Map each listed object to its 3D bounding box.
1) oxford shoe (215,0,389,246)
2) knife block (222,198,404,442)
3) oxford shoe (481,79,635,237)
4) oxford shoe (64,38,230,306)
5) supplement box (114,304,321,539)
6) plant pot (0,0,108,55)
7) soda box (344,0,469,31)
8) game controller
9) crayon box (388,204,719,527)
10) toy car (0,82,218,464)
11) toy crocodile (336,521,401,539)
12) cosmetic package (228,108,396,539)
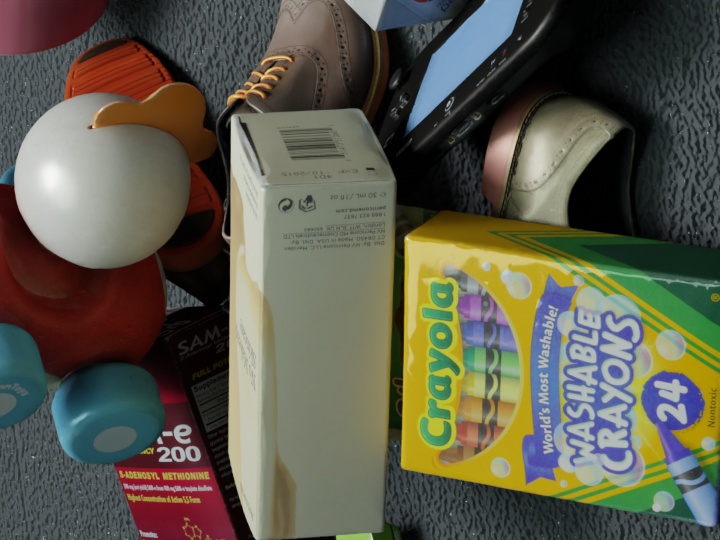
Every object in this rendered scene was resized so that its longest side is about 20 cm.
[{"bbox_3d":[-0.035,-0.093,1.596,0.071,0.073,0.201,-19,58,41],"label":"oxford shoe"},{"bbox_3d":[0.000,0.000,1.626,0.200,0.064,0.176,-48,62,48],"label":"knife block"},{"bbox_3d":[0.098,0.008,1.495,0.075,0.070,0.201,22,117,44],"label":"oxford shoe"},{"bbox_3d":[-0.127,-0.059,1.776,0.073,0.071,0.200,69,178,-51],"label":"oxford shoe"},{"bbox_3d":[-0.091,0.123,1.752,0.109,0.061,0.201,-5,106,53],"label":"supplement box"},{"bbox_3d":[-0.212,-0.235,1.754,0.200,0.200,0.179,49,149,33],"label":"plant pot"},{"bbox_3d":[-0.014,-0.212,1.587,0.200,0.063,0.068,47,134,35],"label":"soda box"},{"bbox_3d":[0.063,-0.110,1.495,0.042,0.104,0.200,37,140,-8],"label":"game controller"},{"bbox_3d":[0.091,0.044,1.454,0.199,0.052,0.126,9,111,23],"label":"crayon box"},{"bbox_3d":[-0.143,-0.029,1.611,0.200,0.177,0.185,-39,53,28],"label":"toy car"},{"bbox_3d":[0.019,0.239,1.667,0.067,0.062,0.201,-13,89,53],"label":"toy crocodile"},{"bbox_3d":[-0.027,0.027,1.516,0.105,0.071,0.201,-116,25,-64],"label":"cosmetic package"}]
